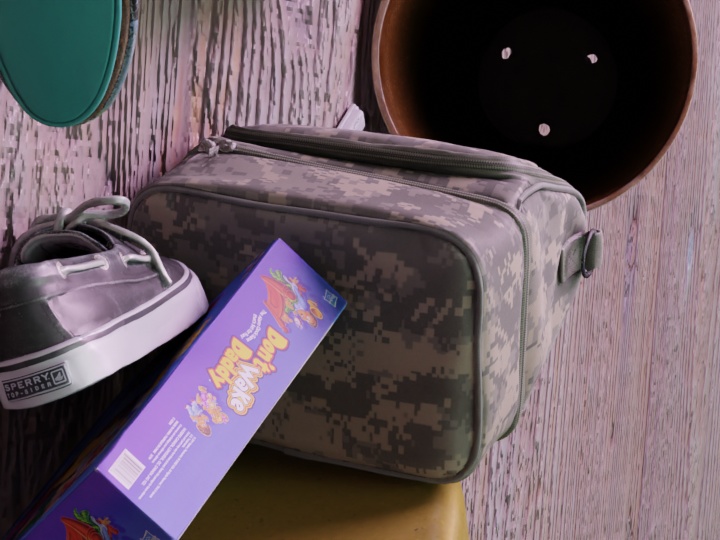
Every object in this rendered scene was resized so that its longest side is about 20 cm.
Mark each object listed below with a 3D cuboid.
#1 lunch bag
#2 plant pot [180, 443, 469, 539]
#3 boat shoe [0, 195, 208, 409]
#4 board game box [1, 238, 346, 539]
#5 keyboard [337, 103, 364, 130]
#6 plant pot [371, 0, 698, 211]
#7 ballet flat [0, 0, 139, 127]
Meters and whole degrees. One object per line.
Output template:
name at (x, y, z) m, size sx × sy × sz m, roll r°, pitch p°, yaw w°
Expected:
lunch bag at (0.000, 0.000, 1.367) m, size 0.168 × 0.199 × 0.140 m, roll -39°, pitch 133°, yaw -59°
plant pot at (-0.028, 0.180, 1.356) m, size 0.200 × 0.194 × 0.196 m, roll -74°, pitch 160°, yaw -51°
boat shoe at (-0.121, 0.006, 1.215) m, size 0.199 × 0.073 × 0.068 m, roll -37°, pitch 110°, yaw -72°
board game box at (-0.094, 0.083, 1.224) m, size 0.134 × 0.045 × 0.200 m, roll -43°, pitch -174°, yaw 35°
keyboard at (-0.031, -0.016, 1.548) m, size 0.200 × 0.011 × 0.056 m, roll -60°, pitch 154°, yaw -49°
plant pot at (0.108, -0.123, 1.698) m, size 0.200 × 0.186 × 0.188 m, roll -4°, pitch 99°, yaw -84°
ballet flat at (-0.129, -0.158, 1.162) m, size 0.074 × 0.074 × 0.201 m, roll -58°, pitch 150°, yaw -51°
